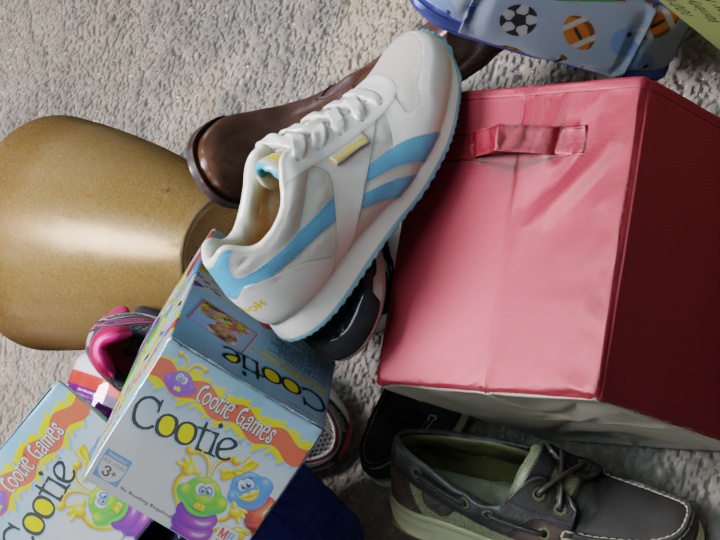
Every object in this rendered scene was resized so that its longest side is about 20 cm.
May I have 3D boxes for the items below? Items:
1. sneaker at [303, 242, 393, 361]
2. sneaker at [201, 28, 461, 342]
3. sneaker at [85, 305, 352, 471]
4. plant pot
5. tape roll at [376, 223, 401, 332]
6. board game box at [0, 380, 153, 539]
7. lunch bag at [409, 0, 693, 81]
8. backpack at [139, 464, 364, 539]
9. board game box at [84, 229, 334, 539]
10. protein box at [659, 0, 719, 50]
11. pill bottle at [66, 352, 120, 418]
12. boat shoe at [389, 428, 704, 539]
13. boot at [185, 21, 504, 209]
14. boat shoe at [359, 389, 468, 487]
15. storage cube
[{"bbox_3d":[0.000,0.000,1.173,0.072,0.083,0.200,-43,27,16],"label":"sneaker"},{"bbox_3d":[-0.013,-0.061,1.086,0.201,0.081,0.076,-59,29,-12],"label":"sneaker"},{"bbox_3d":[-0.102,0.091,1.321,0.075,0.199,0.081,-83,14,-86],"label":"sneaker"},{"bbox_3d":[-0.169,-0.018,1.427,0.199,0.186,0.188,9,77,42],"label":"plant pot"},{"bbox_3d":[0.008,-0.044,1.314,0.202,0.037,0.204,-33,37,29],"label":"tape roll"},{"bbox_3d":[-0.191,0.148,1.249,0.105,0.103,0.200,-49,1,-8],"label":"board game box"},{"bbox_3d":[0.125,-0.204,1.220,0.161,0.199,0.076,-93,23,-48],"label":"lunch bag"},{"bbox_3d":[-0.078,0.223,1.238,0.162,0.168,0.200,-37,15,23],"label":"backpack"},{"bbox_3d":[-0.084,0.071,1.149,0.103,0.105,0.200,-56,7,17],"label":"board game box"},{"bbox_3d":[0.288,-0.184,1.051,0.199,0.198,0.136,17,82,47],"label":"protein box"},{"bbox_3d":[-0.191,0.168,1.405,0.112,0.112,0.201,11,79,46],"label":"pill bottle"},{"bbox_3d":[0.105,0.137,1.128,0.200,0.066,0.072,7,40,27],"label":"boat shoe"},{"bbox_3d":[0.002,-0.118,1.231,0.199,0.186,0.065,-27,91,33],"label":"boot"},{"bbox_3d":[0.052,0.055,1.259,0.200,0.066,0.075,-50,43,13],"label":"boat shoe"},{"bbox_3d":[0.135,0.002,1.115,0.170,0.199,0.181,0,77,43],"label":"storage cube"}]
